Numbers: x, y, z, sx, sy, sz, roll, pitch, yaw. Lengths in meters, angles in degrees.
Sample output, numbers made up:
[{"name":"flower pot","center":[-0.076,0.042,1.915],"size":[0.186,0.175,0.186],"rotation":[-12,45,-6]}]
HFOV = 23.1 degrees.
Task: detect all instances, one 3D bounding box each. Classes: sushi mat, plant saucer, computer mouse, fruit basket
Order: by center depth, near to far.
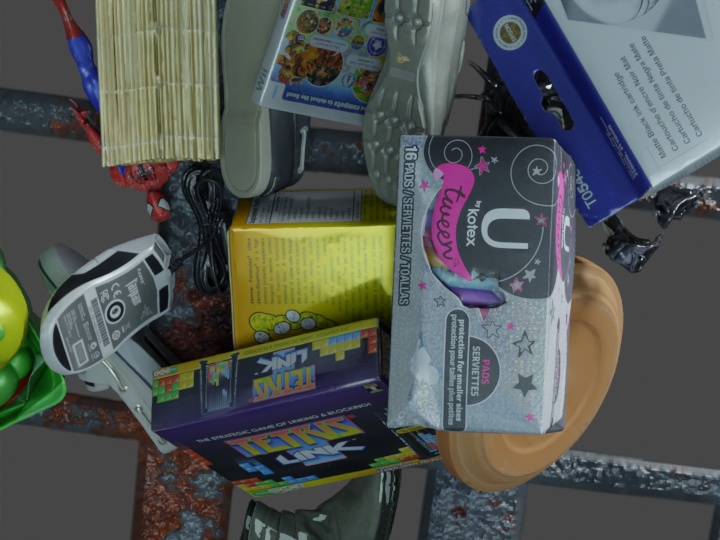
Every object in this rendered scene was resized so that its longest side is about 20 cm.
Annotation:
[{"name":"sushi mat","center":[-0.155,-0.181,1.345],"size":[0.095,0.012,0.202],"rotation":[-3,96,-15]},{"name":"fruit basket","center":[-0.319,0.040,1.355],"size":[0.155,0.216,0.217],"rotation":[-25,106,9]},{"name":"computer mouse","center":[-0.178,0.006,1.368],"size":[0.200,0.044,0.110],"rotation":[-35,131,-33]},{"name":"plant saucer","center":[0.140,0.086,1.381],"size":[0.200,0.032,0.202],"rotation":[-26,130,-34]}]

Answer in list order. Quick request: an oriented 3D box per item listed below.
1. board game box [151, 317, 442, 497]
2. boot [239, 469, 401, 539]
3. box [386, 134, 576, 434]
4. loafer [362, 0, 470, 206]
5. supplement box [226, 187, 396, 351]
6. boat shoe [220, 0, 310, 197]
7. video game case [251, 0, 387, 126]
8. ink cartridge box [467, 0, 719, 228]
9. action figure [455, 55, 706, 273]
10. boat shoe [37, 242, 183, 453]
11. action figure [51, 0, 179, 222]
[{"name":"board game box","center":[-0.037,0.112,1.375],"size":[0.199,0.057,0.165],"rotation":[-14,150,24]},{"name":"boot","center":[-0.037,0.210,1.479],"size":[0.130,0.068,0.202],"rotation":[10,107,4]},{"name":"box","center":[0.089,0.012,1.237],"size":[0.114,0.132,0.202],"rotation":[1,87,13]},{"name":"loafer","center":[0.048,-0.146,1.327],"size":[0.070,0.070,0.201],"rotation":[26,118,32]},{"name":"supplement box","center":[0.000,0.000,1.384],"size":[0.198,0.109,0.110],"rotation":[-1,108,2]},{"name":"boat shoe","center":[-0.066,-0.157,1.372],"size":[0.062,0.072,0.202],"rotation":[-6,108,-43]},{"name":"video game case","center":[0.010,-0.208,1.327],"size":[0.142,0.018,0.201],"rotation":[7,111,-35]},{"name":"ink cartridge box","center":[0.202,-0.164,1.280],"size":[0.199,0.041,0.200],"rotation":[-32,81,10]},{"name":"action figure","center":[0.162,-0.090,1.360],"size":[0.200,0.102,0.119],"rotation":[42,115,14]},{"name":"boat shoe","center":[-0.203,0.069,1.434],"size":[0.070,0.071,0.200],"rotation":[-37,110,11]},{"name":"action figure","center":[-0.190,-0.130,1.379],"size":[0.065,0.052,0.201],"rotation":[-20,109,2]}]
